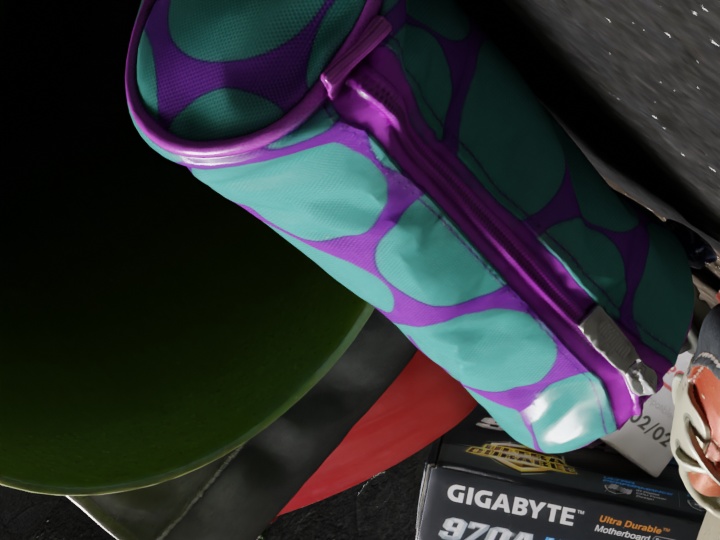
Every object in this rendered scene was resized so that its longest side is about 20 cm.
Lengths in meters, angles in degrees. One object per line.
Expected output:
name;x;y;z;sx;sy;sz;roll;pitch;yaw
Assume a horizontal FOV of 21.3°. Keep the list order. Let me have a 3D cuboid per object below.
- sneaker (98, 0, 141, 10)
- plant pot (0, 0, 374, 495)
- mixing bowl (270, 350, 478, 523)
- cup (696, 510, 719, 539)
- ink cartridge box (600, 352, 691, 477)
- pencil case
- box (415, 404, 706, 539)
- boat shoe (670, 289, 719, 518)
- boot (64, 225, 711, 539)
sneaker;-0.107;-0.150;0.716;0.200;0.070;0.093;41;163;21
plant pot;-0.111;-0.057;0.611;0.187;0.187;0.200;38;177;-43
mixing bowl;0.000;0.000;0.795;0.200;0.108;0.200;-7;-90;-83
cup;0.210;0.162;0.799;0.200;0.143;0.200;39;180;0
ink cartridge box;0.108;0.033;0.989;0.115;0.068;0.200;36;-179;-27
pencil case;0.022;-0.023;0.528;0.092;0.085;0.200;40;-179;43
box;0.135;0.117;1.005;0.200;0.046;0.159;11;-166;6
boat shoe;0.138;0.053;0.662;0.071;0.063;0.200;41;179;14
boot;0.004;0.036;0.681;0.182;0.200;0.073;38;178;-9
